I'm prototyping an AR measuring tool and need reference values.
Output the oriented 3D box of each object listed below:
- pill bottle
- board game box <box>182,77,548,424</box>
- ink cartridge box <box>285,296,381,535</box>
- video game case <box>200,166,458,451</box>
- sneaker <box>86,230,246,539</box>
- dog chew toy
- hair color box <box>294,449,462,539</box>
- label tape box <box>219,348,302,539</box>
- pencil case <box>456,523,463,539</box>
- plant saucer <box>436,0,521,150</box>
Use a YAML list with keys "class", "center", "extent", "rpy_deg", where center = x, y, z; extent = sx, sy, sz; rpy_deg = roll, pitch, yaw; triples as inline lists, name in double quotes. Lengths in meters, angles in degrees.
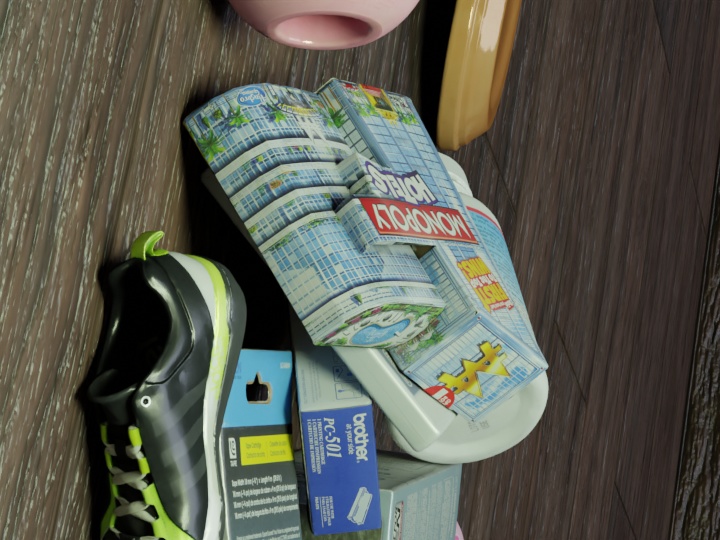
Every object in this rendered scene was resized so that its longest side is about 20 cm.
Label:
- class: "pill bottle"
  center: [0.051, 0.019, 1.891]
  extent: [0.109, 0.108, 0.201]
  rpy_deg: [79, -2, -48]
- class: "board game box"
  center: [0.015, -0.012, 1.631]
  extent: [0.200, 0.062, 0.200]
  rpy_deg: [58, 20, 16]
- class: "ink cartridge box"
  center: [-0.019, 0.057, 1.726]
  extent: [0.200, 0.044, 0.094]
  rpy_deg: [-98, -177, -54]
- class: "video game case"
  center: [0.000, 0.000, 1.700]
  extent: [0.200, 0.023, 0.182]
  rpy_deg: [51, 19, -1]
- class: "sneaker"
  center: [-0.115, 0.081, 1.473]
  extent: [0.083, 0.071, 0.201]
  rpy_deg: [15, 78, -52]
- class: "dog chew toy"
  center: [-0.021, -0.228, 1.614]
  extent: [0.125, 0.124, 0.201]
  rpy_deg: [50, 38, -71]
- class: "hair color box"
  center: [-0.006, 0.151, 1.821]
  extent: [0.200, 0.098, 0.061]
  rpy_deg: [-4, 100, -76]
- class: "label tape box"
  center: [-0.078, 0.146, 1.589]
  extent: [0.144, 0.063, 0.201]
  rpy_deg: [11, 74, -76]
- class: "pencil case"
  center: [0.011, 0.231, 1.956]
  extent: [0.200, 0.087, 0.088]
  rpy_deg: [-62, 153, -57]
- class: "plant saucer"
  center: [0.095, -0.186, 2.176]
  extent: [0.200, 0.037, 0.201]
  rpy_deg: [11, 90, -85]
